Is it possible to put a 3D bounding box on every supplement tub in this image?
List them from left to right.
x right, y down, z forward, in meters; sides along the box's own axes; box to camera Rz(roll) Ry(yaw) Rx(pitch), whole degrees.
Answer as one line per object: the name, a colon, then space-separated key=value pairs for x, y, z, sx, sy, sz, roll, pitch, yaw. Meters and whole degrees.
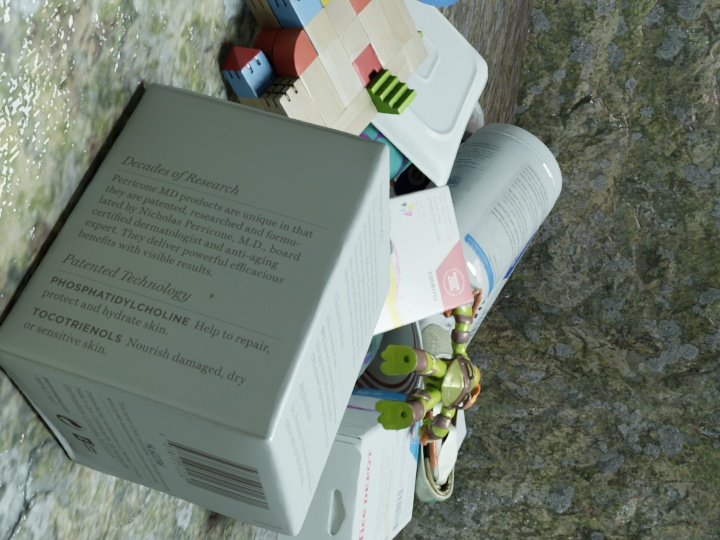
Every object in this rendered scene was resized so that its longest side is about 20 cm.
supplement tub: x=0.128 y=-0.058 z=1.093 sx=0.200 sy=0.131 sz=0.133 roll=-48 pitch=155 yaw=-30

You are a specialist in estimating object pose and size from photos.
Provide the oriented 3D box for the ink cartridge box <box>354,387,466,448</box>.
ink cartridge box: x=0.024 y=0.202 z=1.223 sx=0.145 sy=0.198 sz=0.084 roll=-40 pitch=120 yaw=-69

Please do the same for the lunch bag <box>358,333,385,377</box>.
lunch bag: x=-0.033 y=0.050 z=1.007 sx=0.160 sy=0.077 sz=0.201 roll=-44 pitch=152 yaw=-32

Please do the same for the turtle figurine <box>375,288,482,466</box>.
turtle figurine: x=0.079 y=0.120 z=0.969 sx=0.161 sy=0.064 sz=0.202 roll=-2 pitch=111 yaw=-55

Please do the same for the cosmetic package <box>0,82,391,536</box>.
cosmetic package: x=-0.086 y=0.026 z=0.605 sx=0.168 sy=0.165 sz=0.201 roll=87 pitch=22 yaw=-57

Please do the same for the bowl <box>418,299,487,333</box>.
bowl: x=0.058 y=0.017 z=1.180 sx=0.094 sy=0.199 sz=0.203 roll=-49 pitch=152 yaw=-76

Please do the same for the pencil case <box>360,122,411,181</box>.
pencil case: x=0.030 y=-0.149 z=0.996 sx=0.200 sy=0.092 sz=0.086 roll=-47 pitch=124 yaw=-46

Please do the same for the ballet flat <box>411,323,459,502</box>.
ballet flat: x=0.093 y=0.161 z=1.093 sx=0.062 sy=0.067 sz=0.202 roll=-8 pitch=-104 yaw=62

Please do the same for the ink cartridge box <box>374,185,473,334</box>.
ink cartridge box: x=0.000 y=0.000 z=0.892 sx=0.199 sy=0.067 sz=0.118 roll=-17 pitch=95 yaw=-31

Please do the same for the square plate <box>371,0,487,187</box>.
square plate: x=0.046 y=-0.212 z=0.953 sx=0.028 sy=0.200 sz=0.199 roll=-29 pitch=-153 yaw=43

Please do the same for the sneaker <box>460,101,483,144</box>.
sneaker: x=0.046 y=-0.220 z=1.182 sx=0.200 sy=0.146 sz=0.081 roll=51 pitch=50 yaw=-18

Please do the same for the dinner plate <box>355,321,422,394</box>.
dinner plate: x=0.016 y=0.063 z=1.124 sx=0.024 sy=0.200 sz=0.202 roll=-16 pitch=129 yaw=-32

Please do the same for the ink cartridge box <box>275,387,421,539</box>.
ink cartridge box: x=-0.008 y=0.211 z=0.988 sx=0.200 sy=0.084 sz=0.146 roll=-12 pitch=108 yaw=-71

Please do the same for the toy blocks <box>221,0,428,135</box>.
toy blocks: x=-0.031 y=-0.177 z=0.750 sx=0.200 sy=0.099 sz=0.137 roll=-52 pitch=131 yaw=-24

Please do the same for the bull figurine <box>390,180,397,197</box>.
bull figurine: x=0.003 y=-0.112 z=1.076 sx=0.200 sy=0.065 sz=0.122 roll=-48 pitch=121 yaw=-50

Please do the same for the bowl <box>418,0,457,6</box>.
bowl: x=0.032 y=-0.305 z=0.787 sx=0.039 sy=0.201 sz=0.201 roll=-31 pitch=-162 yaw=35

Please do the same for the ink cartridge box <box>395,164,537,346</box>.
ink cartridge box: x=0.099 y=-0.030 z=1.253 sx=0.041 sy=0.199 sz=0.201 roll=-18 pitch=140 yaw=-62
